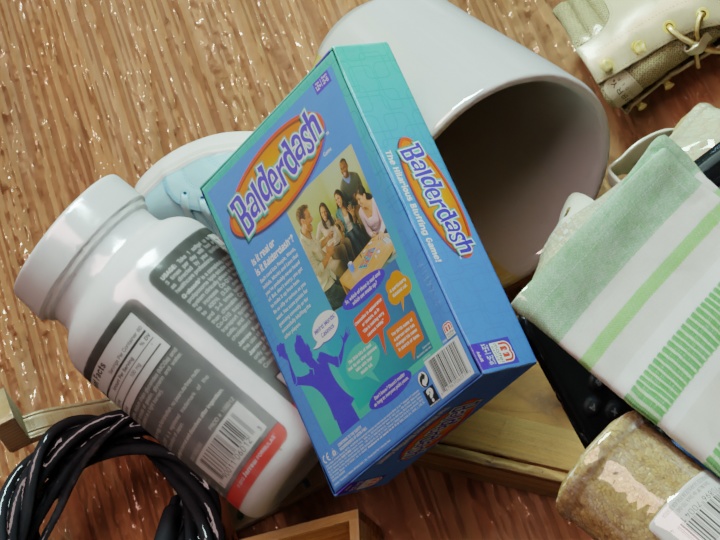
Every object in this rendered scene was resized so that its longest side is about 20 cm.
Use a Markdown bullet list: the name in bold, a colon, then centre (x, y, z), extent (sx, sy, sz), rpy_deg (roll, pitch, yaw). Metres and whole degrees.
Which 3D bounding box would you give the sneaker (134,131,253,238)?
- **sneaker**: centre (-0.063, -0.039, 1.583), extent (0.199, 0.074, 0.082), rpy_deg (-12, 39, 25)

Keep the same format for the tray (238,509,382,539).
- **tray**: centre (-0.080, 0.215, 1.487), extent (0.199, 0.037, 0.099), rpy_deg (-16, 57, 21)

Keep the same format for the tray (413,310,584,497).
- **tray**: centre (0.106, 0.075, 1.447), extent (0.199, 0.037, 0.099), rpy_deg (10, 69, 33)

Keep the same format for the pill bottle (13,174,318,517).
- **pill bottle**: centre (-0.100, 0.041, 1.484), extent (0.200, 0.116, 0.116), rpy_deg (40, 87, 7)

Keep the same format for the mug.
- **mug**: centre (0.028, -0.081, 1.469), extent (0.186, 0.150, 0.153), rpy_deg (-23, 45, -20)

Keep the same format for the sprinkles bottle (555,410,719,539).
- **sprinkles bottle**: centre (0.190, 0.155, 1.238), extent (0.200, 0.068, 0.068), rpy_deg (40, 88, 19)

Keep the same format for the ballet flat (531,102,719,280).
- **ballet flat**: centre (0.152, -0.030, 1.440), extent (0.200, 0.068, 0.062), rpy_deg (-35, 51, -26)

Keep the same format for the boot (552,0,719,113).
- **boot**: centre (0.212, -0.141, 1.485), extent (0.155, 0.073, 0.200), rpy_deg (-38, 49, 4)

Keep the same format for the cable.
- **cable**: centre (-0.157, 0.173, 1.501), extent (0.163, 0.051, 0.201), rpy_deg (24, 77, 37)

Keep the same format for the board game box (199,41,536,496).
- **board game box**: centre (0.000, 0.000, 1.377), extent (0.152, 0.045, 0.201), rpy_deg (-41, 67, 45)

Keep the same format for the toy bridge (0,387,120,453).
- **toy bridge**: centre (-0.136, 0.059, 1.576), extent (0.199, 0.067, 0.027), rpy_deg (-29, 51, -3)

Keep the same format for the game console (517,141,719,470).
- **game console**: centre (0.214, 0.038, 1.328), extent (0.200, 0.173, 0.119), rpy_deg (-36, 21, -18)

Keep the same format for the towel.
- **towel**: centre (0.194, 0.034, 1.283), extent (0.200, 0.023, 0.153), rpy_deg (40, 53, 6)

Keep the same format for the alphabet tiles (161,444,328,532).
- **alphabet tiles**: centre (-0.040, 0.064, 1.566), extent (0.199, 0.006, 0.167), rpy_deg (-29, 53, 14)
